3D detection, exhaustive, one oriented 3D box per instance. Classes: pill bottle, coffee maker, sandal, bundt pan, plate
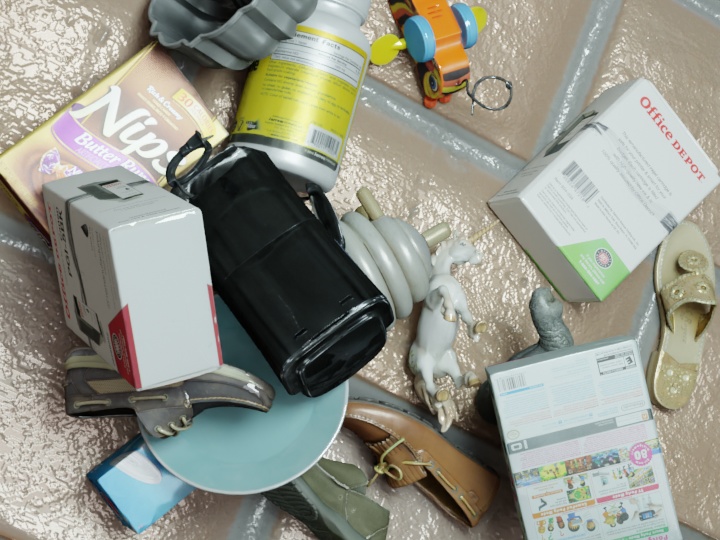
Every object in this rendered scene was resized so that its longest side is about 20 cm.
[{"bbox_3d":[-0.055,-0.184,1.442,0.112,0.112,0.200,18,81,-18],"label":"pill bottle"},{"bbox_3d":[-0.080,0.002,1.300,0.135,0.192,0.200,-46,67,14],"label":"coffee maker"},{"bbox_3d":[0.363,0.047,1.602,0.078,0.070,0.212,12,83,-19],"label":"sandal"},{"bbox_3d":[-0.104,-0.272,1.395,0.076,0.202,0.202,39,75,-38],"label":"bundt pan"},{"bbox_3d":[-0.109,0.114,1.371,0.200,0.026,0.200,-1,66,3],"label":"plate"}]

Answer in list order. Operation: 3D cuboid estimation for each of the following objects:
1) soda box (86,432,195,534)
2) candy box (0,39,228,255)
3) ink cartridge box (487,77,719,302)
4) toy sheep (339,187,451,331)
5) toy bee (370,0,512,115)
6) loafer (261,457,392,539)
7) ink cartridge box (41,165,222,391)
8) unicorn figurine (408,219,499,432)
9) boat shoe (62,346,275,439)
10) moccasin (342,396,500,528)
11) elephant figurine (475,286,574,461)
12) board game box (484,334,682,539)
[{"bbox_3d":[-0.160,0.162,1.413,0.200,0.064,0.068,-38,100,-18],"label":"soda box"},{"bbox_3d":[-0.239,-0.114,1.403,0.200,0.056,0.117,-41,100,-18],"label":"candy box"},{"bbox_3d":[0.260,-0.085,1.564,0.200,0.084,0.146,-43,102,-16],"label":"ink cartridge box"},{"bbox_3d":[0.000,0.000,1.445,0.200,0.138,0.138,-30,98,-7],"label":"toy sheep"},{"bbox_3d":[0.071,-0.220,1.507,0.131,0.109,0.200,1,62,-12],"label":"toy bee"},{"bbox_3d":[-0.038,0.213,1.441,0.200,0.075,0.070,51,57,-35],"label":"loafer"},{"bbox_3d":[-0.203,0.002,1.285,0.083,0.200,0.147,-15,110,-24],"label":"ink cartridge box"},{"bbox_3d":[0.088,0.048,1.477,0.074,0.137,0.200,20,105,-21],"label":"unicorn figurine"},{"bbox_3d":[-0.174,0.117,1.329,0.200,0.074,0.073,5,77,15],"label":"boat shoe"},{"bbox_3d":[0.048,0.193,1.487,0.201,0.074,0.078,38,68,-24],"label":"moccasin"},{"bbox_3d":[0.183,0.141,1.505,0.200,0.141,0.155,41,60,-20],"label":"elephant figurine"},{"bbox_3d":[0.213,0.176,1.421,0.147,0.064,0.200,-13,92,-2],"label":"board game box"}]
